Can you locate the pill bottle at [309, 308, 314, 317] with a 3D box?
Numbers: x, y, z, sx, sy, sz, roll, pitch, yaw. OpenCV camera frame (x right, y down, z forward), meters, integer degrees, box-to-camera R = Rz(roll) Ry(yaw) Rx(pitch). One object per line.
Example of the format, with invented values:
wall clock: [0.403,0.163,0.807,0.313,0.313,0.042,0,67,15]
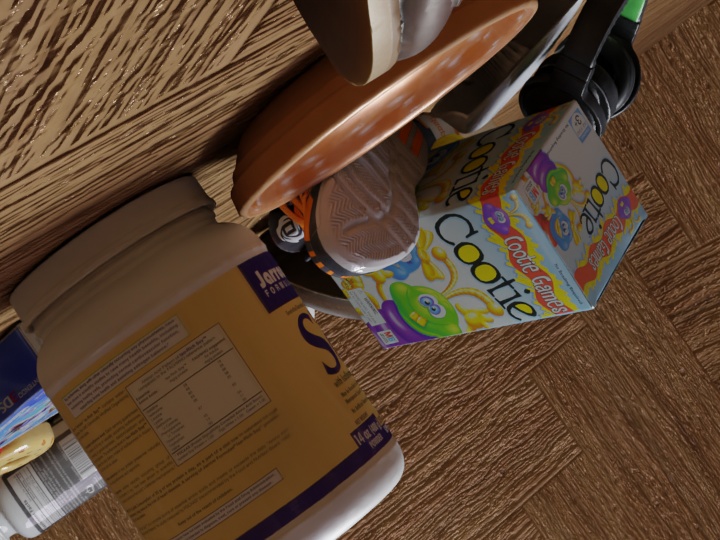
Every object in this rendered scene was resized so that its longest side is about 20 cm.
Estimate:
pill bottle: [-0.115,0.053,1.465,0.110,0.111,0.200,-34,178,-25]

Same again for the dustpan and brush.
dustpan and brush: [0.093,-0.150,1.034,0.140,0.057,0.200,-47,175,-11]

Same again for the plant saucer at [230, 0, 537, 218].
plant saucer: [0.007,-0.100,0.750,0.199,0.038,0.200,-35,178,-1]

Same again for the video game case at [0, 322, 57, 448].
video game case: [-0.213,0.067,0.953,0.200,0.046,0.181,-37,179,38]

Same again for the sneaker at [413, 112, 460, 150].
sneaker: [0.042,-0.085,1.235,0.079,0.079,0.200,-29,175,-14]

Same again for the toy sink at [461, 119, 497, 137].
toy sink: [0.125,-0.061,1.539,0.112,0.201,0.130,-36,179,44]

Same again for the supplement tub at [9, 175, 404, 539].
supplement tub: [-0.085,0.066,0.745,0.145,0.201,0.145,-34,179,-1]

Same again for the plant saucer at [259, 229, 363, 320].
plant saucer: [0.000,0.000,1.263,0.200,0.199,0.032,-33,137,-57]

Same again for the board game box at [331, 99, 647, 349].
board game box: [0.081,-0.028,0.967,0.199,0.103,0.105,-15,-151,46]

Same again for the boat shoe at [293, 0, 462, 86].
boat shoe: [0.012,-0.095,0.298,0.070,0.071,0.200,-31,178,-5]

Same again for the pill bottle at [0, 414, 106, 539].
pill bottle: [-0.401,0.263,1.708,0.199,0.111,0.111,-35,179,-12]

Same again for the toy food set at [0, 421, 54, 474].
toy food set: [-0.387,0.201,1.263,0.197,0.049,0.200,-35,179,8]

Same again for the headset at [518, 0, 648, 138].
headset: [0.147,-0.136,0.987,0.123,0.093,0.201,-42,155,-53]

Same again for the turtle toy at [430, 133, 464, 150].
turtle toy: [0.096,-0.043,1.145,0.200,0.101,0.146,-38,158,5]

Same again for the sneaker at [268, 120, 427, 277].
sneaker: [-0.020,-0.034,0.920,0.112,0.078,0.200,-34,-166,27]
